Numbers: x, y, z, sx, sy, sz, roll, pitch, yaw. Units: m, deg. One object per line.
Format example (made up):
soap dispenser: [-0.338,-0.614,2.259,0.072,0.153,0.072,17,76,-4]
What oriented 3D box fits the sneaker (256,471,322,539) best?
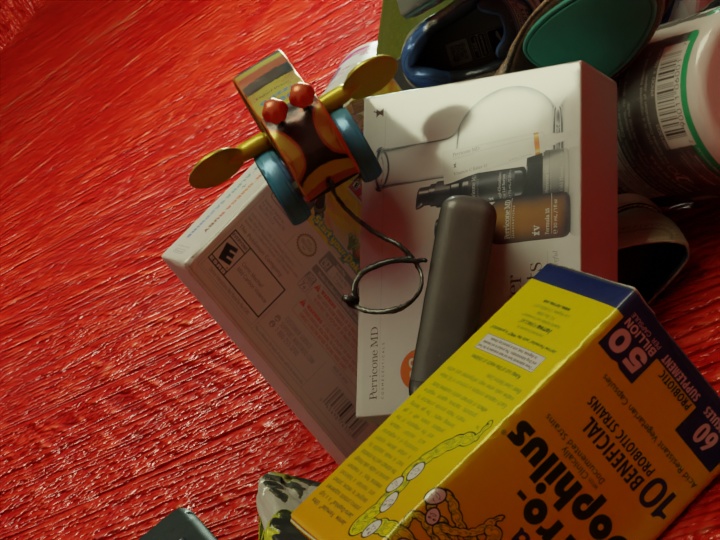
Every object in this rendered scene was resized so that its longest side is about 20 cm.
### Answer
sneaker: [-0.035,0.173,1.211,0.200,0.074,0.085,-60,-17,-83]

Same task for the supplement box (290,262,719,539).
supplement box: [0.081,0.107,1.079,0.200,0.109,0.109,-44,19,-9]

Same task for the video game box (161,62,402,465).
video game box: [0.000,0.000,1.330,0.182,0.200,0.047,-45,26,-14]

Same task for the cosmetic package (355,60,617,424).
cosmetic package: [0.074,-0.012,1.227,0.151,0.052,0.201,-8,74,34]

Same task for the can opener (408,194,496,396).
can opener: [0.061,0.061,1.167,0.053,0.067,0.201,79,-159,-85]

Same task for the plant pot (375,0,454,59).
plant pot: [0.086,-0.160,1.534,0.200,0.200,0.190,2,75,64]

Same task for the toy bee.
toy bee: [-0.026,-0.080,1.196,0.131,0.109,0.200,-45,46,-17]

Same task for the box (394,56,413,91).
box: [0.063,-0.075,1.441,0.200,0.158,0.050,-37,0,9]

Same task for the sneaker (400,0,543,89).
sneaker: [0.114,-0.162,1.348,0.200,0.077,0.085,-27,-1,16]

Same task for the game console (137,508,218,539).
game console: [-0.158,0.239,1.371,0.177,0.031,0.200,-44,19,-7]

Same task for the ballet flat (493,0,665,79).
ballet flat: [0.119,-0.133,1.277,0.200,0.068,0.067,-47,18,43]

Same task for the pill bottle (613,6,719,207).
pill bottle: [0.199,-0.098,1.294,0.113,0.113,0.200,-48,16,-20]

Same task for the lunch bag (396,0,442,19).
lunch bag: [0.102,-0.241,1.360,0.200,0.077,0.160,-29,6,-20]

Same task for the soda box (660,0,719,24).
soda box: [0.239,-0.172,1.340,0.200,0.070,0.064,139,146,-77]

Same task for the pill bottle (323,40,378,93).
pill bottle: [0.006,-0.088,1.656,0.113,0.113,0.200,-28,23,34]

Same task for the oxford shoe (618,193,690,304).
oxford shoe: [0.111,0.029,1.260,0.200,0.071,0.074,-41,22,0]
